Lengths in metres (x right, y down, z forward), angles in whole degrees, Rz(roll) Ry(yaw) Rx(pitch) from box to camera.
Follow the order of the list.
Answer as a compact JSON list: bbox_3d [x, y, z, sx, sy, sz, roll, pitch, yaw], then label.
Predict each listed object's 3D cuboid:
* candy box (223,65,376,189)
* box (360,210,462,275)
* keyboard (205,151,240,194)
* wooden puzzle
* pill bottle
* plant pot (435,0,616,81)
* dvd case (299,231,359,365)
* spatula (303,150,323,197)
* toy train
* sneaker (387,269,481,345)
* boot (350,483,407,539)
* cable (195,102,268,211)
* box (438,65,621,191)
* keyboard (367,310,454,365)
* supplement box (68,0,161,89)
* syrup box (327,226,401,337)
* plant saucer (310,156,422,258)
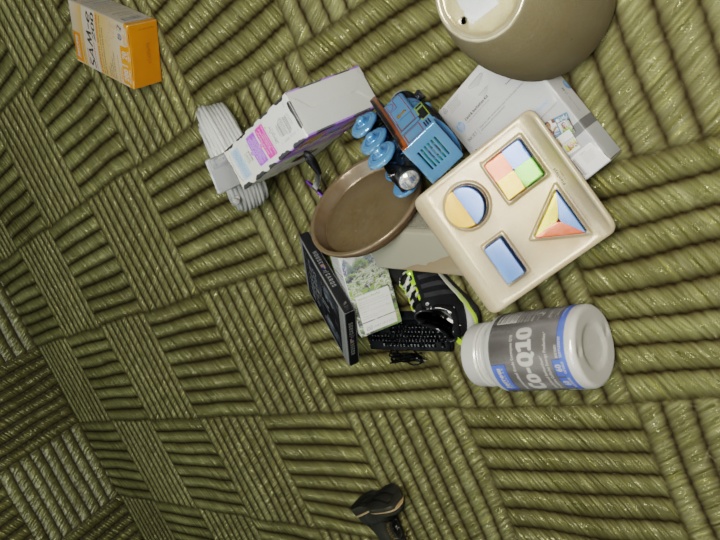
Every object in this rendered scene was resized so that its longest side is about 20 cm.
[{"bbox_3d":[-0.094,-0.220,1.084,0.199,0.167,0.072,-27,96,49],"label":"candy box"},{"bbox_3d":[0.107,-0.055,1.039,0.198,0.095,0.078,7,135,43],"label":"box"},{"bbox_3d":[-0.176,-0.187,1.161,0.011,0.199,0.057,0,115,39],"label":"keyboard"},{"bbox_3d":[0.189,-0.068,0.883,0.199,0.046,0.186,-37,87,24],"label":"wooden puzzle"},{"bbox_3d":[0.248,0.115,1.000,0.198,0.113,0.115,-14,105,48],"label":"pill bottle"},{"bbox_3d":[0.157,-0.291,0.735,0.185,0.199,0.191,11,112,28],"label":"plant pot"},{"bbox_3d":[-0.056,0.049,1.243,0.152,0.024,0.201,86,157,-48],"label":"dvd case"},{"bbox_3d":[-0.073,-0.152,1.136,0.056,0.021,0.200,44,171,13],"label":"spatula"},{"bbox_3d":[0.060,-0.184,0.962,0.114,0.201,0.087,-40,124,13],"label":"toy train"},{"bbox_3d":[0.106,0.040,1.115,0.199,0.082,0.072,39,136,22],"label":"sneaker"},{"bbox_3d":[0.072,0.535,1.482,0.139,0.077,0.200,51,152,1],"label":"boot"},{"bbox_3d":[-0.231,-0.203,1.245,0.200,0.068,0.203,141,105,-82],"label":"cable"},{"bbox_3d":[0.212,-0.181,0.904,0.201,0.041,0.156,51,138,5],"label":"box"},{"bbox_3d":[0.079,0.125,1.232,0.198,0.039,0.106,-5,110,47],"label":"keyboard"},{"bbox_3d":[-0.491,-0.460,1.395,0.198,0.073,0.128,29,132,29],"label":"supplement box"},{"bbox_3d":[0.000,0.000,1.180,0.081,0.078,0.203,-140,31,-69],"label":"syrup box"},{"bbox_3d":[0.011,-0.097,1.059,0.198,0.202,0.030,6,149,42],"label":"plant saucer"}]
